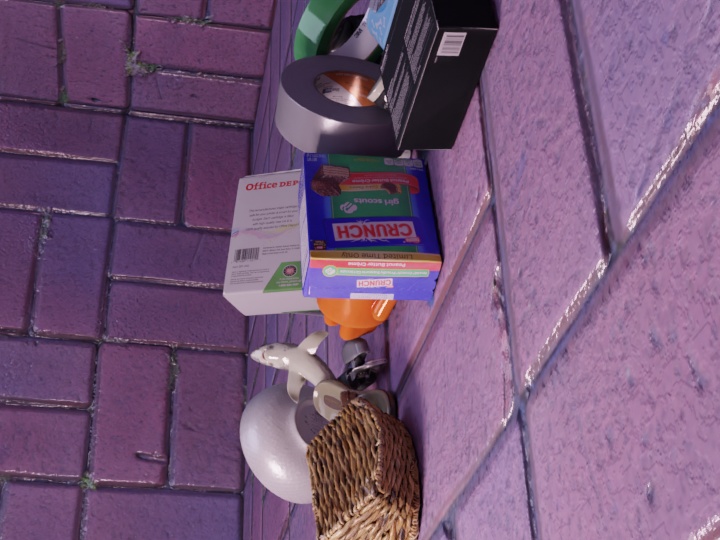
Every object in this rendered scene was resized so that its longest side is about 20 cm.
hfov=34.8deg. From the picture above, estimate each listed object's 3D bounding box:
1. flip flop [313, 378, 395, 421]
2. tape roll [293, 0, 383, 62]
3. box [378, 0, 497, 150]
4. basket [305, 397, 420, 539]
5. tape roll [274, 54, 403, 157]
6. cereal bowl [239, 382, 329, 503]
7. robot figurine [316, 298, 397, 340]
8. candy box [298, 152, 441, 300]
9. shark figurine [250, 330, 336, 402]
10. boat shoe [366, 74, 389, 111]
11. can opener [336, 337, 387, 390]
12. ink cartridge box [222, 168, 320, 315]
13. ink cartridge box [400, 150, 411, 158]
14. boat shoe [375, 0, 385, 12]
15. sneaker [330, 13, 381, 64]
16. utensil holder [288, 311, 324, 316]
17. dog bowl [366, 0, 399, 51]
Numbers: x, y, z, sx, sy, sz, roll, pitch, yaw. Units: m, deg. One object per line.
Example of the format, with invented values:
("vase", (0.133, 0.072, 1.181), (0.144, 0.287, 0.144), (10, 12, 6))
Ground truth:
("flip flop", (-0.016, 0.201, 1.658), (0.199, 0.057, 0.082), (14, 100, 52))
("tape roll", (-0.015, -0.372, 1.730), (0.048, 0.200, 0.202), (40, 142, 20))
("box", (0.087, -0.262, 1.360), (0.201, 0.078, 0.143), (109, 153, -53))
("basket", (0.030, 0.279, 1.490), (0.143, 0.148, 0.201), (-45, 25, 17))
("tape roll", (-0.020, -0.228, 1.618), (0.201, 0.197, 0.067), (-99, 18, -52))
("cereal bowl", (-0.091, 0.266, 1.846), (0.083, 0.198, 0.202), (-41, 40, 41))
("robot figurine", (0.002, 0.001, 1.639), (0.144, 0.115, 0.202), (-90, 9, -58))
("candy box", (0.007, -0.058, 1.482), (0.078, 0.167, 0.202), (101, 168, -46))
("shark figurine", (-0.061, 0.182, 1.795), (0.216, 0.128, 0.089), (55, -172, 12))
("boat shoe", (0.058, -0.257, 1.570), (0.072, 0.067, 0.200), (-57, 6, 25))
("can opener", (-0.006, 0.145, 1.750), (0.200, 0.053, 0.068), (129, 125, -72))
("ink cartridge box", (-0.118, -0.043, 1.746), (0.084, 0.143, 0.202), (49, -139, -57))
("ink cartridge box", (0.013, -0.174, 1.738), (0.201, 0.082, 0.148), (-98, 17, -54))
("boat shoe", (0.059, -0.364, 1.599), (0.201, 0.071, 0.073), (-104, 21, -64))
("sneaker", (-0.020, -0.331, 1.903), (0.076, 0.112, 0.203), (-112, 29, -69))
("utensil holder", (-0.090, -0.009, 1.902), (0.170, 0.197, 0.173), (-174, 90, -79))
("dog bowl", (0.076, -0.338, 1.423), (0.201, 0.110, 0.050), (109, 149, -52))
